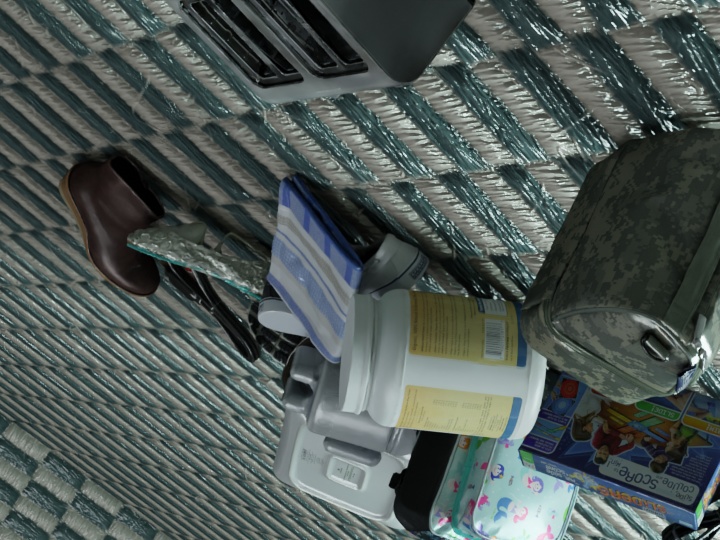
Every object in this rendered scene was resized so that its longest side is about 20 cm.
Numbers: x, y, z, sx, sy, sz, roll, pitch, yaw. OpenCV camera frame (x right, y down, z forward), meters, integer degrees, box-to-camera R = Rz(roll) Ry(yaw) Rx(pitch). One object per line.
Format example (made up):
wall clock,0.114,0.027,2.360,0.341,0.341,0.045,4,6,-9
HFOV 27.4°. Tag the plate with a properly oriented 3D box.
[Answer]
plate,-0.014,0.244,1.861,0.199,0.032,0.200,21,138,7

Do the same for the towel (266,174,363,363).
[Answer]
towel,-0.053,0.002,1.633,0.147,0.024,0.200,52,154,23

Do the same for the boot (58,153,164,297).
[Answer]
boot,-0.290,-0.052,1.849,0.166,0.072,0.201,-8,122,54

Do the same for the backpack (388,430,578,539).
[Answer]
backpack,0.158,0.244,1.670,0.200,0.179,0.150,32,162,-36

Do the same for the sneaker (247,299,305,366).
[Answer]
sneaker,-0.069,0.107,1.939,0.200,0.078,0.080,37,166,-14

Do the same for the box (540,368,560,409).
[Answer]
box,0.242,0.183,1.730,0.199,0.046,0.159,30,159,5

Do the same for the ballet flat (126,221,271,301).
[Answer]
ballet flat,-0.182,-0.022,1.796,0.199,0.072,0.072,22,159,-8

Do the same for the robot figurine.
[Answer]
robot figurine,0.010,0.151,1.737,0.199,0.113,0.171,15,116,-2

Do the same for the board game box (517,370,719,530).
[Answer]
board game box,0.282,0.174,1.539,0.199,0.136,0.035,18,149,30

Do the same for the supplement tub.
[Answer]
supplement tub,0.083,0.096,1.541,0.198,0.146,0.145,7,158,-5

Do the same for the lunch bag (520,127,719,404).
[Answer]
lunch bag,0.233,-0.005,1.139,0.139,0.201,0.168,33,159,-7

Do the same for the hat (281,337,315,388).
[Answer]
hat,-0.005,0.166,1.866,0.199,0.081,0.202,2,130,3

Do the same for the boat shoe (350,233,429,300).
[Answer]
boat shoe,0.000,0.000,1.637,0.065,0.074,0.200,42,146,-15

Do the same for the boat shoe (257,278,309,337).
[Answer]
boat shoe,-0.022,0.051,1.766,0.199,0.068,0.072,13,152,-5

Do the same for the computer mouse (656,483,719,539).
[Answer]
computer mouse,0.337,0.206,1.554,0.200,0.138,0.053,-128,16,-56

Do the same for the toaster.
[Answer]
toaster,-0.040,-0.225,1.131,0.180,0.119,0.200,0,143,50

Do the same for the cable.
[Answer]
cable,-0.189,0.027,1.905,0.200,0.050,0.097,42,149,11
